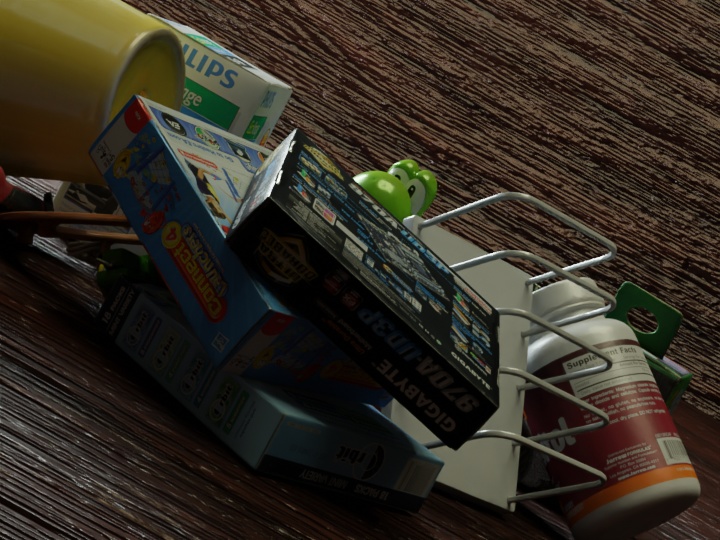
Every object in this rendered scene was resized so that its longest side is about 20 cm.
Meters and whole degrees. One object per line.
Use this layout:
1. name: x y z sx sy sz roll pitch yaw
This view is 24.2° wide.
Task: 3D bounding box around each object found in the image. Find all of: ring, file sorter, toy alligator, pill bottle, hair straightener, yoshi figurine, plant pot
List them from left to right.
1. hair straightener: -0.289 -0.068 1.253 0.076 0.041 0.200 12 -2 18
2. plant pot: -0.249 -0.154 1.328 0.187 0.203 0.201 19 3 17
3. ring: -0.176 -0.024 1.271 0.198 0.019 0.200 4 -5 0
4. toy alligator: -0.161 0.015 1.220 0.059 0.055 0.200 -9 -7 17
5. yoshi figurine: -0.011 -0.005 1.391 0.112 0.201 0.112 28 6 -11
6. file sorter: 0.112 0.060 1.269 0.138 0.202 0.124 26 -30 -35
7. pill bottle: 0.192 0.115 1.384 0.113 0.112 0.202 20 45 -59

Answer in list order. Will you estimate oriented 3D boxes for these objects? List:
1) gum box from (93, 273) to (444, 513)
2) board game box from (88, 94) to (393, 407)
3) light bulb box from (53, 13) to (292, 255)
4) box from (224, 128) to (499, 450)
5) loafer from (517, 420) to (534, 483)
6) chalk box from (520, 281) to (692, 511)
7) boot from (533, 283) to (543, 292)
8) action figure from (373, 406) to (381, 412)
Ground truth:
1. gum box: -0.063 0.084 1.146 0.169 0.045 0.199 23 8 -47
2. board game box: -0.065 -0.010 1.141 0.199 0.056 0.197 20 31 -54
3. light bulb box: -0.166 -0.107 1.501 0.124 0.201 0.198 29 6 1
4. box: 0.008 0.007 1.097 0.200 0.046 0.159 42 18 -11
5. loafer: 0.074 0.092 1.383 0.069 0.075 0.202 12 -50 57
6. chalk box: 0.216 0.112 1.508 0.124 0.201 0.124 31 6 15
7. boot: 0.092 0.062 1.545 0.073 0.155 0.203 32 6 26
8. action figure: 0.014 0.101 1.346 0.065 0.052 0.200 26 -1 8
